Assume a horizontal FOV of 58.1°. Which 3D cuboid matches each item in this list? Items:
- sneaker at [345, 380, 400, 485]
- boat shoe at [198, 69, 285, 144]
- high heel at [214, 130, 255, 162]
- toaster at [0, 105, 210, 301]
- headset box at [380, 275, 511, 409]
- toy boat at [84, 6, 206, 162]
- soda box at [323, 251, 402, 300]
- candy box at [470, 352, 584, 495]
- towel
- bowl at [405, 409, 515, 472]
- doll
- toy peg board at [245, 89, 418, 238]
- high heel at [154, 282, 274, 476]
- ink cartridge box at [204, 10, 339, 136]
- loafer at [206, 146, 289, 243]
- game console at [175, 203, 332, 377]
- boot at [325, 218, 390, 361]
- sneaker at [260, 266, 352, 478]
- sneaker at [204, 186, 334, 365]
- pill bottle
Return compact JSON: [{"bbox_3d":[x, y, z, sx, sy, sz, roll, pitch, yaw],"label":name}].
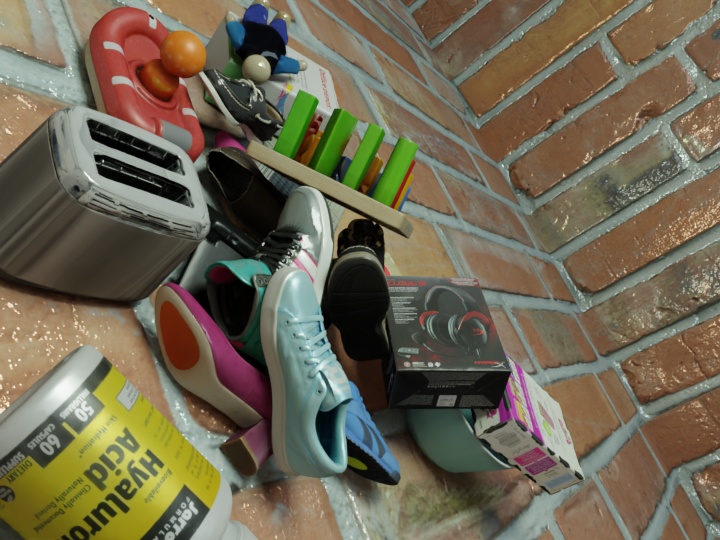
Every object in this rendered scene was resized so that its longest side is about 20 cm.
[{"bbox_3d":[-0.010,0.167,0.738,0.200,0.066,0.079,48,50,-23],"label":"sneaker"},{"bbox_3d":[-0.152,-0.224,0.870,0.074,0.060,0.200,60,5,15],"label":"boat shoe"},{"bbox_3d":[-0.123,-0.121,0.875,0.067,0.096,0.201,-4,63,-63],"label":"high heel"},{"bbox_3d":[-0.227,-0.055,0.557,0.199,0.129,0.115,20,42,-53],"label":"toaster"},{"bbox_3d":[0.099,0.085,0.869,0.147,0.076,0.201,2,38,-8],"label":"headset box"},{"bbox_3d":[-0.233,-0.228,0.757,0.130,0.130,0.202,15,47,-57],"label":"toy boat"},{"bbox_3d":[-0.004,0.020,0.967,0.068,0.064,0.200,61,24,10],"label":"soda box"},{"bbox_3d":[0.228,0.210,0.918,0.200,0.061,0.137,41,28,-31],"label":"candy box"},{"bbox_3d":[-0.100,-0.139,1.035,0.193,0.034,0.201,47,28,-15],"label":"towel"},{"bbox_3d":[0.139,0.211,0.951,0.201,0.105,0.202,43,28,-29],"label":"bowl"},{"bbox_3d":[-0.138,-0.331,0.947,0.136,0.048,0.201,29,36,-22],"label":"doll"},{"bbox_3d":[-0.012,-0.131,0.817,0.198,0.099,0.199,27,3,7],"label":"toy peg board"},{"bbox_3d":[-0.127,0.093,0.637,0.096,0.067,0.202,-40,111,-56],"label":"high heel"},{"bbox_3d":[-0.141,-0.295,1.029,0.199,0.084,0.146,22,39,-33],"label":"ink cartridge box"},{"bbox_3d":[-0.131,-0.080,0.813,0.200,0.073,0.071,43,11,14],"label":"loafer"},{"bbox_3d":[-0.136,0.034,0.756,0.200,0.117,0.176,41,-2,-33],"label":"game console"},{"bbox_3d":[0.000,0.000,0.780,0.201,0.072,0.152,77,9,-52],"label":"boot"},{"bbox_3d":[-0.040,0.096,0.615,0.074,0.081,0.203,-11,97,-55],"label":"sneaker"},{"bbox_3d":[-0.099,-0.005,0.670,0.120,0.083,0.202,22,71,-50],"label":"sneaker"},{"bbox_3d":[-0.158,0.158,0.443,0.200,0.111,0.112,50,25,-15],"label":"pill bottle"}]
